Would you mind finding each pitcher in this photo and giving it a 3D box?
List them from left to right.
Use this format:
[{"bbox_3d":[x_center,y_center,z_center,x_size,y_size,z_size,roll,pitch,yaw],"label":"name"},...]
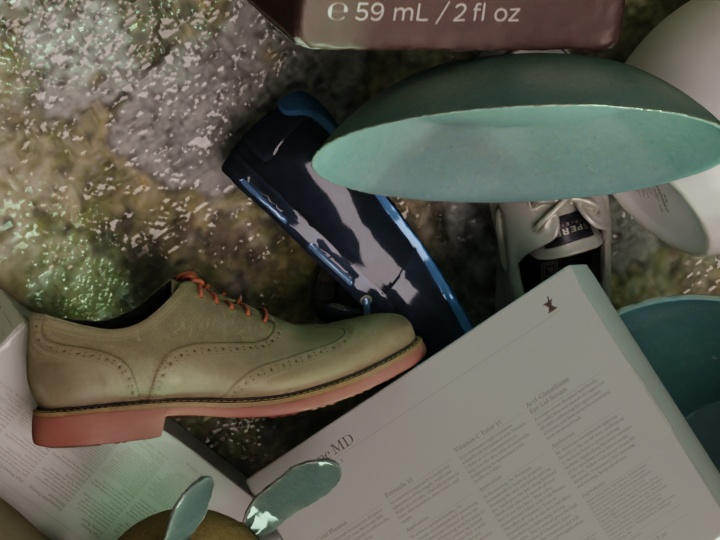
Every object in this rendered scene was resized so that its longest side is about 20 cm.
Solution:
[{"bbox_3d":[0.225,-0.088,1.451,0.200,0.121,0.172,-45,134,-15],"label":"pitcher"}]

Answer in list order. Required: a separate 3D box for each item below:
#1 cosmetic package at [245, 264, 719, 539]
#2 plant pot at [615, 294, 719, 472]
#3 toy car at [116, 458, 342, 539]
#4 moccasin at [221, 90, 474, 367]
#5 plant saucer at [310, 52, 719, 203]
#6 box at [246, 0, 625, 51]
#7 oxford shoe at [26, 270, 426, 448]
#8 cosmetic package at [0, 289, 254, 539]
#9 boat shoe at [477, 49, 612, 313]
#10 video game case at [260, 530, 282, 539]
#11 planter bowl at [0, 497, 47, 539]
[{"bbox_3d":[0.066,0.113,1.373,0.200,0.052,0.151,-34,84,14],"label":"cosmetic package"},{"bbox_3d":[0.183,0.114,1.435,0.200,0.135,0.201,-1,88,17],"label":"plant pot"},{"bbox_3d":[-0.075,0.178,1.330,0.164,0.158,0.200,-7,128,-50],"label":"toy car"},{"bbox_3d":[0.000,0.000,1.426,0.068,0.080,0.200,-35,107,1],"label":"moccasin"},{"bbox_3d":[0.076,-0.070,1.308,0.200,0.201,0.039,2,79,-23],"label":"plant saucer"},{"bbox_3d":[0.028,-0.219,1.279,0.165,0.164,0.201,-2,113,-21],"label":"box"},{"bbox_3d":[-0.065,0.036,1.352,0.199,0.070,0.075,-10,94,-18],"label":"oxford shoe"},{"bbox_3d":[-0.134,0.101,1.420,0.083,0.051,0.200,-48,121,1],"label":"cosmetic package"},{"bbox_3d":[0.098,-0.027,1.450,0.072,0.066,0.201,-10,115,-17],"label":"boat shoe"},{"bbox_3d":[0.039,0.187,1.487,0.181,0.023,0.200,-27,120,-9],"label":"video game case"},{"bbox_3d":[-0.253,0.161,1.332,0.200,0.200,0.135,-42,95,0],"label":"planter bowl"}]
